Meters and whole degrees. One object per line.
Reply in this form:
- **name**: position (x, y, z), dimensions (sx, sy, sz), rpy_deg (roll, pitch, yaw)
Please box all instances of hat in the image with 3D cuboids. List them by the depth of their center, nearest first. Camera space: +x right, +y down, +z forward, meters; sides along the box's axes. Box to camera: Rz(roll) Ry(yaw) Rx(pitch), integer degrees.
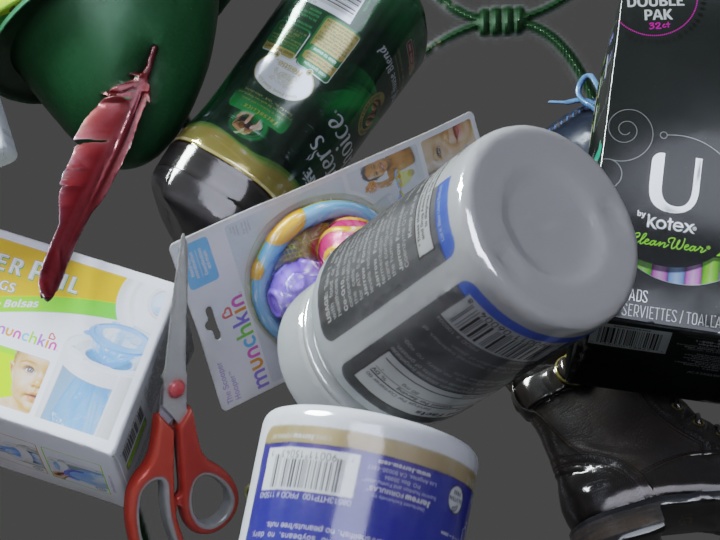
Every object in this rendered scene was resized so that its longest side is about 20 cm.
- **hat**: position (-0.118, -0.080, 1.383), dimensions (0.199, 0.166, 0.176), rpy_deg (-29, 71, -3)

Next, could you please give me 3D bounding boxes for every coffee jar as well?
- **coffee jar**: position (-0.044, -0.091, 1.417), dimensions (0.085, 0.104, 0.200), rpy_deg (31, 72, 14)

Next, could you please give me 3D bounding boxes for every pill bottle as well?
- **pill bottle**: position (-0.013, 0.181, 1.227), dimensions (0.119, 0.120, 0.201), rpy_deg (11, 76, 5)
- **pill bottle**: position (0.045, 0.014, 1.241), dimensions (0.113, 0.200, 0.114), rpy_deg (15, 60, -28)

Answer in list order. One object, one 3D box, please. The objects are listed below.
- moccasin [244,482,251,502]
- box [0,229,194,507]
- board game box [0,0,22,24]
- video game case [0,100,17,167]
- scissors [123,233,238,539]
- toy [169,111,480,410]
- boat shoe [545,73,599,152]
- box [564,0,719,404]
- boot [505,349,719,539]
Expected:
- **moccasin**: position (-0.040, 0.157, 1.331), dimensions (0.078, 0.074, 0.202), rpy_deg (36, 80, -3)
- **box**: position (-0.210, 0.045, 1.363), dimensions (0.199, 0.101, 0.113), rpy_deg (16, 68, 8)
- **board game box**: position (-0.284, -0.154, 1.439), dimensions (0.200, 0.048, 0.102), rpy_deg (-33, 64, -18)
- **video game case**: position (-0.311, -0.102, 1.357), dimensions (0.199, 0.023, 0.183), rpy_deg (-25, 67, 9)
- **scissors**: position (-0.110, 0.079, 1.314), dimensions (0.073, 0.201, 0.014), rpy_deg (-23, 34, -25)
- **toy**: position (0.000, 0.000, 1.364), dimensions (0.199, 0.116, 0.047), rpy_deg (-26, 29, -18)
- **boat shoe**: position (0.169, -0.097, 1.433), dimensions (0.200, 0.069, 0.084), rpy_deg (-34, 71, -10)
- **box**: position (0.200, -0.039, 1.311), dimensions (0.148, 0.124, 0.201), rpy_deg (8, 70, 3)
- **boot**: position (0.177, 0.073, 1.365), dimensions (0.199, 0.069, 0.175), rpy_deg (-14, 62, -10)
